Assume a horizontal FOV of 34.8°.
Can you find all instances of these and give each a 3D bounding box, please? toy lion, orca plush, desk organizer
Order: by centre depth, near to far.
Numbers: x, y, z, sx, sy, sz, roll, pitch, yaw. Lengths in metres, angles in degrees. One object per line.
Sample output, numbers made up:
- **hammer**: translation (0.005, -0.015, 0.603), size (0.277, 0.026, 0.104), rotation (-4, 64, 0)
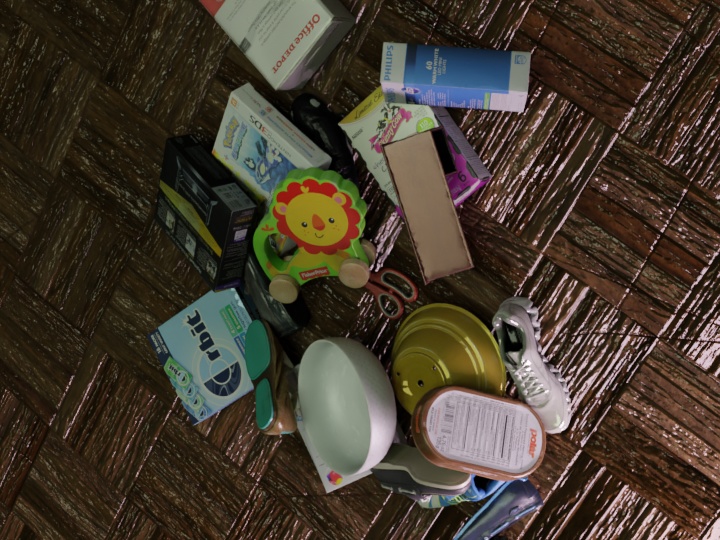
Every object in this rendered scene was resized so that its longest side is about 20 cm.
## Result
- **desk organizer**: translation (0.102, -0.093, 1.593), size (0.076, 0.072, 0.203), rotation (-17, 94, 23)
- **toy lion**: translation (-0.075, -0.058, 1.695), size (0.198, 0.069, 0.193), rotation (-13, 121, 27)
- **orca plush**: translation (-0.061, -0.171, 1.727), size (0.104, 0.071, 0.203), rotation (-11, 93, 27)

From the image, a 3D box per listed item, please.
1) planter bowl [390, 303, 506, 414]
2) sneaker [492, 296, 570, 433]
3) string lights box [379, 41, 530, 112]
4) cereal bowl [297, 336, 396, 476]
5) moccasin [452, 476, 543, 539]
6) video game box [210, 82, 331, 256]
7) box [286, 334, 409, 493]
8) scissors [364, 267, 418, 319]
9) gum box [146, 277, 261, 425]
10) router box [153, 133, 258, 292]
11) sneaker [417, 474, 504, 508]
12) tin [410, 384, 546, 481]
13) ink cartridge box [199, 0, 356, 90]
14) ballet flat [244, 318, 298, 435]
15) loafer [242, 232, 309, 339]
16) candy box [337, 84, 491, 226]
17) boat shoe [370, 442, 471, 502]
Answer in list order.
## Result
- **planter bowl**: translation (0.106, 0.155, 1.669), size (0.198, 0.083, 0.204), rotation (9, 105, 35)
- **sneaker**: translation (0.236, 0.140, 1.625), size (0.074, 0.081, 0.202), rotation (-23, 89, 25)
- **string lights box**: translation (0.129, -0.262, 1.564), size (0.197, 0.103, 0.060), rotation (5, 84, 5)
- **cereal bowl**: translation (-0.009, 0.194, 1.688), size (0.199, 0.082, 0.203), rotation (18, 112, 53)
- **moccasin**: translation (0.189, 0.388, 1.685), size (0.068, 0.080, 0.201), rotation (44, 114, 15)
- **video game box**: translation (-0.147, -0.151, 1.748), size (0.182, 0.047, 0.201), rotation (44, 137, 17)
- **box**: translation (-0.028, 0.224, 1.789), size (0.155, 0.041, 0.202), rotation (-28, 84, 27)
- **scissors**: translation (0.000, 0.000, 1.758), size (0.199, 0.014, 0.074), rotation (36, 113, 18)
- **gum box**: translation (-0.234, 0.131, 1.873), size (0.199, 0.044, 0.171), rotation (-33, 83, 26)
- **router box**: translation (-0.244, -0.090, 1.784), size (0.200, 0.052, 0.159), rotation (46, 135, 32)
- **sneaker**: translation (0.147, 0.303, 1.678), size (0.199, 0.105, 0.076), rotation (-34, 85, 26)
- **tin**: translation (0.166, 0.226, 1.591), size (0.197, 0.042, 0.114), rotation (15, 77, -17)
- **ink cartridge box**: translation (-0.125, -0.391, 1.718), size (0.147, 0.083, 0.201), rotation (-46, 77, 25)
- **ballet flat**: translation (-0.130, 0.167, 1.757), size (0.068, 0.072, 0.202), rotation (-43, 43, 28)
- **loafer**: translation (-0.160, 0.016, 1.807), size (0.072, 0.073, 0.202), rotation (-32, 82, 31)
- **candy box**: translation (0.078, -0.175, 1.664), size (0.136, 0.061, 0.201), rotation (-38, 80, 26)
- **boat shoe**: translation (0.090, 0.300, 1.665), size (0.199, 0.072, 0.063), rotation (5, 121, 48)
